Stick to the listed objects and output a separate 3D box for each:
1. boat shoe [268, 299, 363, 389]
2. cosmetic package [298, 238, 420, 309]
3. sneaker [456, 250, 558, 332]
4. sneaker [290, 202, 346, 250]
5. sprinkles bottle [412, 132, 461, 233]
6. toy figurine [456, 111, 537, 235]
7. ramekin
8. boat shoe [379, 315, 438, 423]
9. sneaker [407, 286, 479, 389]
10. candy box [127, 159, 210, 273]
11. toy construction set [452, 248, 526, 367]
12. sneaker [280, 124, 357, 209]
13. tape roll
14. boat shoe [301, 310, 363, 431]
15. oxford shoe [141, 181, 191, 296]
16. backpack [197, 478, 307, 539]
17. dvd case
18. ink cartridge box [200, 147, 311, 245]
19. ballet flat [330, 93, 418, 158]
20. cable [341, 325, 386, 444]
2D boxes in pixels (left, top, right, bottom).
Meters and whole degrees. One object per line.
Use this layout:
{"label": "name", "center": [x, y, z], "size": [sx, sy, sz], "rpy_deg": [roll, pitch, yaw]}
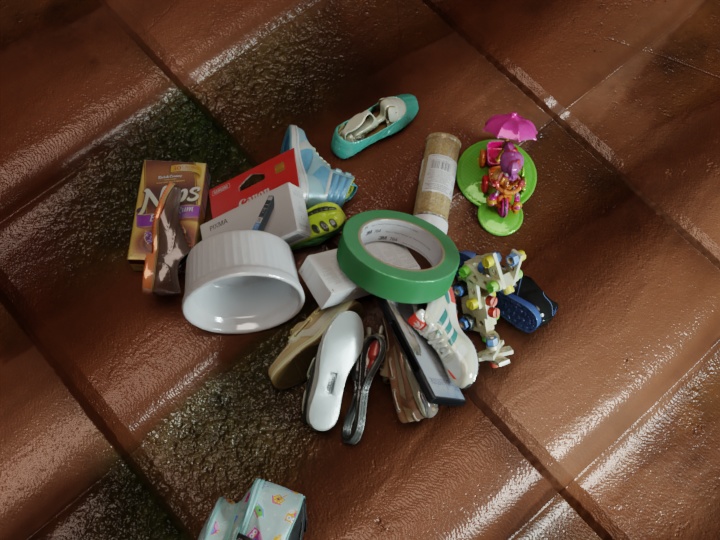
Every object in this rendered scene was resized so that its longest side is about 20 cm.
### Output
{"label": "boat shoe", "center": [-0.083, 0.117, 1.587], "size": [0.200, 0.074, 0.066], "rpy_deg": [-41, 49, -17]}
{"label": "cosmetic package", "center": [0.000, 0.000, 1.597], "size": [0.200, 0.051, 0.083], "rpy_deg": [-15, 61, -38]}
{"label": "sneaker", "center": [0.250, 0.028, 1.629], "size": [0.078, 0.070, 0.200], "rpy_deg": [-25, 57, -40]}
{"label": "sneaker", "center": [-0.117, -0.061, 1.657], "size": [0.200, 0.084, 0.074], "rpy_deg": [-13, 71, 14]}
{"label": "sprinkles bottle", "center": [0.136, -0.150, 1.698], "size": [0.068, 0.068, 0.200], "rpy_deg": [10, 67, 4]}
{"label": "toy figurine", "center": [0.252, -0.188, 1.653], "size": [0.150, 0.184, 0.200], "rpy_deg": [0, 67, -1]}
{"label": "ramekin", "center": [-0.196, 0.017, 1.557], "size": [0.200, 0.201, 0.098], "rpy_deg": [-7, 60, -3]}
{"label": "boat shoe", "center": [0.064, 0.160, 1.561], "size": [0.072, 0.076, 0.200], "rpy_deg": [-27, 56, 16]}
{"label": "sneaker", "center": [0.122, 0.103, 1.541], "size": [0.093, 0.070, 0.200], "rpy_deg": [2, 61, -36]}
{"label": "candy box", "center": [-0.340, -0.097, 1.678], "size": [0.117, 0.056, 0.200], "rpy_deg": [3, 66, 1]}
{"label": "toy construction set", "center": [0.215, 0.057, 1.558], "size": [0.092, 0.131, 0.200], "rpy_deg": [-9, 103, -42]}
{"label": "sneaker", "center": [-0.075, -0.181, 1.714], "size": [0.130, 0.080, 0.200], "rpy_deg": [6, 50, -20]}
{"label": "tape roll", "center": [0.063, -0.026, 1.555], "size": [0.200, 0.048, 0.200], "rpy_deg": [12, 34, -8]}
{"label": "boat shoe", "center": [-0.054, 0.160, 1.540], "size": [0.071, 0.064, 0.200], "rpy_deg": [21, 84, -25]}
{"label": "oxford shoe", "center": [-0.320, -0.052, 1.599], "size": [0.073, 0.071, 0.200], "rpy_deg": [9, 77, -7]}
{"label": "backpack", "center": [-0.163, 0.410, 1.396], "size": [0.153, 0.176, 0.200], "rpy_deg": [26, 65, 6]}
{"label": "dvd case", "center": [0.099, 0.130, 1.543], "size": [0.018, 0.143, 0.200], "rpy_deg": [-33, 68, 17]}
{"label": "ink cartridge box", "center": [-0.190, -0.105, 1.629], "size": [0.200, 0.045, 0.176], "rpy_deg": [-23, 66, 25]}
{"label": "ballet flat", "center": [0.031, -0.280, 1.752], "size": [0.200, 0.070, 0.067], "rpy_deg": [-35, 71, -15]}
{"label": "cable", "center": [0.012, 0.185, 1.549], "size": [0.050, 0.097, 0.200], "rpy_deg": [16, 67, -39]}
